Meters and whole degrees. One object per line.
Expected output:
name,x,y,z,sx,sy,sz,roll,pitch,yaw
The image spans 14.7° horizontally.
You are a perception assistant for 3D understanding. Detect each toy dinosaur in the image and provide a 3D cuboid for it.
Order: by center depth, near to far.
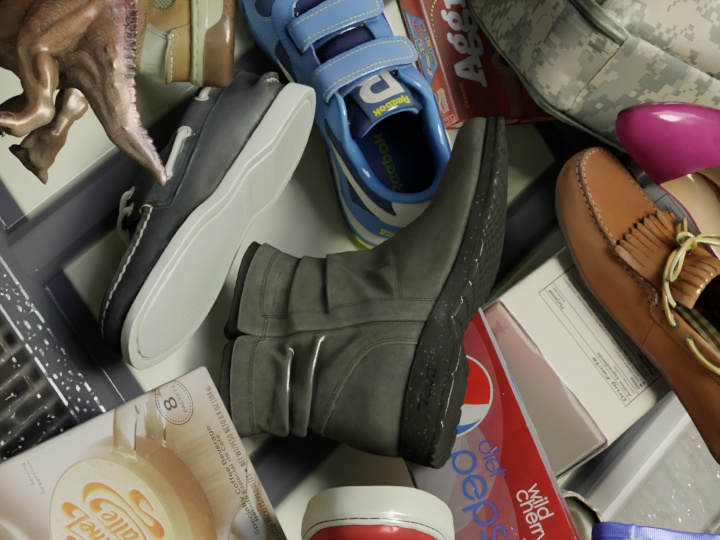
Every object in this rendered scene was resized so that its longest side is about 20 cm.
toy dinosaur,-0.144,-0.126,1.344,0.136,0.200,0.086,-47,140,-7

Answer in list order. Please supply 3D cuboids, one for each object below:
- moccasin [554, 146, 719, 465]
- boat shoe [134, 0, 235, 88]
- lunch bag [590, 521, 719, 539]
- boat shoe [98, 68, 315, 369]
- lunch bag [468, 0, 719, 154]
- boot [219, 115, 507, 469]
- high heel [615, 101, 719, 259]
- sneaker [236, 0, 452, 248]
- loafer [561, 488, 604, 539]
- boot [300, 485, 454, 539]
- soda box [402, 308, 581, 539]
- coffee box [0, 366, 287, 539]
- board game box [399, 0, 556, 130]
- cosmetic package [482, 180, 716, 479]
moccasin,0.179,0.015,1.528,0.073,0.078,0.202,-14,67,-44
boat shoe,-0.103,-0.179,1.469,0.076,0.072,0.201,1,45,-2
lunch bag,0.188,0.234,1.501,0.200,0.127,0.171,20,64,-43
boat shoe,-0.090,-0.030,1.418,0.060,0.076,0.200,20,44,15
lunch bag,0.190,-0.159,1.626,0.200,0.168,0.140,24,24,-35
boot,0.000,0.000,1.427,0.068,0.130,0.201,76,28,-66
high heel,0.211,-0.026,1.574,0.200,0.067,0.097,23,61,-40
sneaker,-0.003,-0.109,1.510,0.074,0.082,0.201,-28,90,-12
loafer,0.095,0.192,1.486,0.075,0.070,0.200,46,45,-19
boot,0.007,0.193,1.331,0.072,0.200,0.145,2,64,4
soda box,0.062,0.105,1.440,0.063,0.070,0.201,65,3,-59
coffee box,-0.134,0.136,1.277,0.200,0.080,0.115,-26,90,-48
board game box,0.057,-0.182,1.665,0.103,0.019,0.201,-8,77,-45
cosmetic package,0.140,0.032,1.596,0.105,0.071,0.200,54,43,4
